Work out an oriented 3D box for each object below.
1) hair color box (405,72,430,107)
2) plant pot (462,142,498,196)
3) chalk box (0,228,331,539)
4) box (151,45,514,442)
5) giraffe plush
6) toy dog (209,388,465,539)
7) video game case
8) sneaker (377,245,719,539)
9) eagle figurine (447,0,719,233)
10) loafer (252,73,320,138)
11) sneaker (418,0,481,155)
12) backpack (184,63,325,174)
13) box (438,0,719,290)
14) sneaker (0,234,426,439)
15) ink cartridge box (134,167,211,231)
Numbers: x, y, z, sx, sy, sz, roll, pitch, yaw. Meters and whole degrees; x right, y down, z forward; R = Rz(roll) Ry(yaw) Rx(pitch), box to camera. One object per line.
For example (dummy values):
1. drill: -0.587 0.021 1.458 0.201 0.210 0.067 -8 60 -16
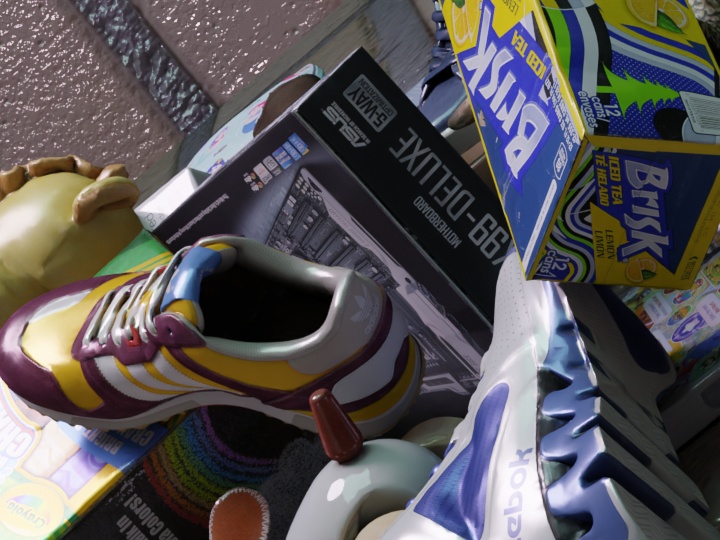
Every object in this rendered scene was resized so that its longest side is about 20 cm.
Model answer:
1. hair color box: 0.112 -0.108 1.172 0.200 0.099 0.061 -42 11 -5
2. plant pot: 0.089 -0.049 1.038 0.201 0.093 0.201 -41 10 9
3. chalk box: -0.117 0.107 0.955 0.200 0.125 0.124 -42 42 -9
4. box: 0.000 0.000 0.939 0.050 0.158 0.200 -45 7 -27
5. giraffe plush: -0.177 0.017 1.058 0.162 0.201 0.173 -31 32 -12
6. toy dog: -0.034 0.118 0.812 0.200 0.096 0.132 -40 11 3
7. video game case: 0.161 0.002 0.808 0.200 0.018 0.143 -39 12 7
8. sneaker: 0.051 0.071 0.707 0.115 0.081 0.200 -38 24 19
9. eagle figurine: 0.164 -0.089 0.879 0.151 0.199 0.152 19 100 45
10. loafer: -0.028 -0.063 1.076 0.073 0.071 0.200 -43 10 -1
11. sneaker: 0.057 -0.135 0.996 0.075 0.084 0.200 -27 25 49
12. backpack: -0.033 -0.038 1.293 0.177 0.151 0.200 -38 7 21
13. box: 0.076 -0.086 0.741 0.201 0.064 0.070 -102 22 -45
14. sneaker: -0.075 0.019 0.851 0.199 0.090 0.075 -1 58 21
15. ink cartridge box: -0.118 0.062 1.143 0.200 0.146 0.083 -37 -27 23
